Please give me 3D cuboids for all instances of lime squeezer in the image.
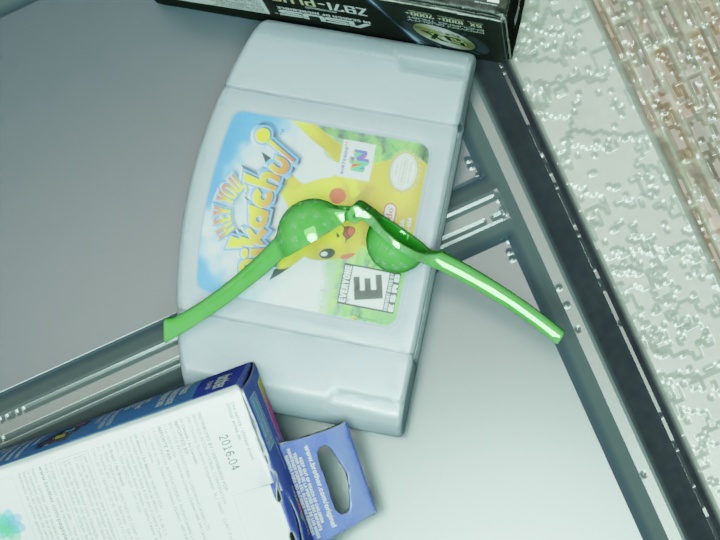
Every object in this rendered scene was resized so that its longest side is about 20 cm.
[{"bbox_3d":[0.000,0.000,0.906,0.199,0.038,0.071,0,82,6],"label":"lime squeezer"}]

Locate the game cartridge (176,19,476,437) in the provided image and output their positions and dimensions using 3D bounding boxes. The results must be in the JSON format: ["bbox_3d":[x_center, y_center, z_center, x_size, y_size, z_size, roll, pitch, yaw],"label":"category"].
[{"bbox_3d":[-0.023,-0.025,0.948,0.133,0.040,0.201,9,83,12],"label":"game cartridge"}]

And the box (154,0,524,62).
[{"bbox_3d":[-0.006,-0.209,0.944,0.199,0.086,0.165,10,84,8],"label":"box"}]

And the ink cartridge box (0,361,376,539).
[{"bbox_3d":[-0.094,0.132,0.898,0.199,0.076,0.137,-19,96,6],"label":"ink cartridge box"}]
